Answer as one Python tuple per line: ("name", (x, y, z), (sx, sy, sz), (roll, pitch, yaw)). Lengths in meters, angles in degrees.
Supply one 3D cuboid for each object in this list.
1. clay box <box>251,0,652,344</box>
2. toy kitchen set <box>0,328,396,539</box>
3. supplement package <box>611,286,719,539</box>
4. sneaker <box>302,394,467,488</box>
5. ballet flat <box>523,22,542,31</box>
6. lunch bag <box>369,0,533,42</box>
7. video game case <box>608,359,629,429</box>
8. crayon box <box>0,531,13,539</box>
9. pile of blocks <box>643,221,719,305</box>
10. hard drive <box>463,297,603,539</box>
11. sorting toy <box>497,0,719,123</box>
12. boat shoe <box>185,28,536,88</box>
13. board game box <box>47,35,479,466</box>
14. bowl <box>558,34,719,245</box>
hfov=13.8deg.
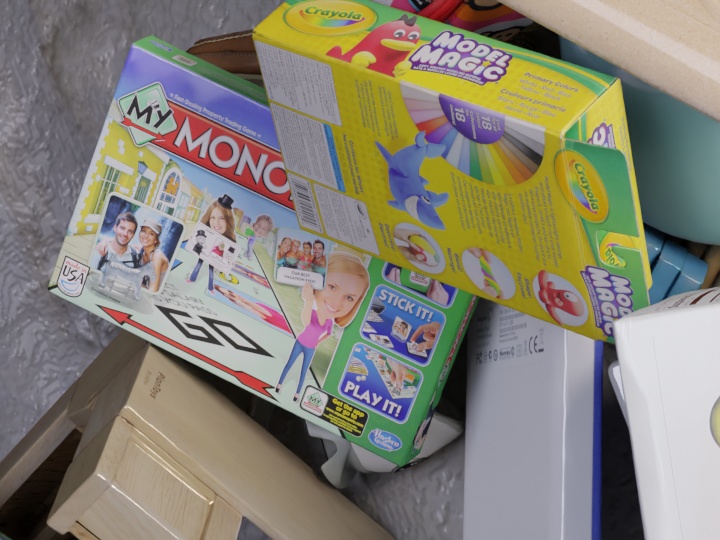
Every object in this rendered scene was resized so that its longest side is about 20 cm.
("clay box", (0.050, -0.045, 1.289), (0.199, 0.048, 0.115), (20, 140, 34))
("toy kitchen set", (-0.101, 0.152, 1.488), (0.163, 0.200, 0.180), (39, 114, -11))
("supplement package", (0.221, 0.092, 1.187), (0.199, 0.147, 0.193), (-9, 90, 16))
("sneaker", (0.000, 0.000, 1.471), (0.088, 0.074, 0.201), (-17, 97, 20))
("ballet flat", (0.053, -0.197, 1.444), (0.071, 0.070, 0.201), (-36, 57, 28))
("lunch bag", (0.021, -0.190, 1.362), (0.176, 0.081, 0.201), (-34, 62, 60))
("video game case", (0.224, 0.102, 1.275), (0.181, 0.023, 0.201), (-22, 87, 17))
("crayon box", (-0.176, 0.193, 1.540), (0.125, 0.200, 0.052), (27, 67, 35))
("pile of blocks", (0.166, -0.004, 1.342), (0.200, 0.082, 0.062), (46, 124, 31))
("hard drive", (0.080, 0.079, 1.395), (0.132, 0.025, 0.202), (164, 108, -72))
("sorting toy", (0.161, -0.163, 1.242), (0.185, 0.037, 0.200), (31, 76, 25))
("boat shoe", (-0.001, -0.112, 1.497), (0.199, 0.072, 0.069), (2, 82, 27))
("board game box", (-0.040, -0.010, 1.427), (0.199, 0.029, 0.135), (25, 110, 12))
("bowl", (0.165, -0.124, 1.311), (0.200, 0.105, 0.202), (-13, 60, 23))
